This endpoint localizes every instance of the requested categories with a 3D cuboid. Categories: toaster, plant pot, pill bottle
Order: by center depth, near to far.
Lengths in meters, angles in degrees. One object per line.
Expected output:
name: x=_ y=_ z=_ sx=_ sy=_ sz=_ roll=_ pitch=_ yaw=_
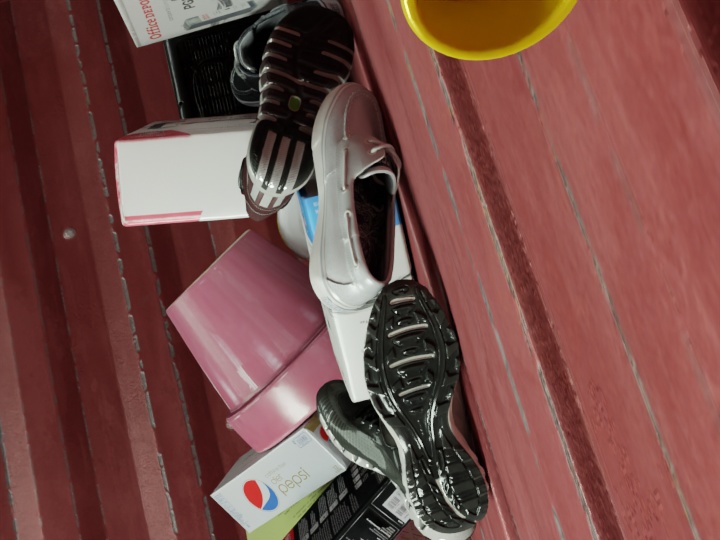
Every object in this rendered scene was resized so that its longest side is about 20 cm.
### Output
plant pot: x=-0.102 y=0.063 z=1.329 sx=0.179 sy=0.200 sz=0.200 roll=45 pitch=178 yaw=-4
toaster: x=-0.112 y=-0.191 z=1.393 sx=0.119 sy=0.180 sz=0.201 roll=92 pitch=164 yaw=-87
pill bottle: x=-0.044 y=-0.061 z=1.423 sx=0.200 sy=0.104 sz=0.105 roll=-156 pitch=51 yaw=-86

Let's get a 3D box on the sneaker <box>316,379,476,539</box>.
sneaker: x=0.034 y=0.151 z=1.107 sx=0.200 sy=0.066 sz=0.091 roll=43 pitch=146 yaw=32

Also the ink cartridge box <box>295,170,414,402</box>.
ink cartridge box: x=0.000 y=0.000 z=1.142 sx=0.146 sy=0.084 sz=0.201 roll=-116 pitch=13 yaw=-72

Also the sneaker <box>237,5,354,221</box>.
sneaker: x=-0.068 y=-0.130 z=1.076 sx=0.116 sy=0.075 sz=0.201 roll=125 pitch=165 yaw=-57

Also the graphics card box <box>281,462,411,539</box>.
graphics card box: x=0.003 y=0.234 z=1.225 sx=0.051 sy=0.200 sz=0.125 roll=38 pitch=-175 yaw=-12

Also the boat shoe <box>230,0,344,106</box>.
boat shoe: x=-0.090 y=-0.206 z=1.186 sx=0.200 sy=0.067 sz=0.072 roll=-17 pitch=83 yaw=58

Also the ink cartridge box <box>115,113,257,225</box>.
ink cartridge box: x=-0.149 y=-0.104 z=1.221 sx=0.200 sy=0.145 sz=0.085 roll=-85 pitch=-9 yaw=-80

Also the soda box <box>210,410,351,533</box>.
soda box: x=-0.077 y=0.207 z=1.329 sx=0.064 sy=0.200 sz=0.068 roll=45 pitch=-137 yaw=-6

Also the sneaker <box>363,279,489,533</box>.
sneaker: x=0.046 y=0.101 z=0.956 sx=0.079 sy=0.074 sz=0.201 roll=-99 pitch=-4 yaw=-73

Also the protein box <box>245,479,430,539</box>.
protein box: x=-0.015 y=0.298 z=1.406 sx=0.134 sy=0.199 sz=0.201 roll=23 pitch=-148 yaw=-33

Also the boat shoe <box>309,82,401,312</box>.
boat shoe: x=0.001 y=-0.068 z=0.979 sx=0.072 sy=0.068 sz=0.201 roll=29 pitch=-125 yaw=-33

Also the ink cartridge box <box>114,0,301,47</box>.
ink cartridge box: x=-0.133 y=-0.289 z=1.135 sx=0.146 sy=0.199 sz=0.085 roll=99 pitch=156 yaw=-81

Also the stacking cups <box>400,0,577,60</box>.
stacking cups: x=0.018 y=-0.157 z=0.438 sx=0.061 sy=0.060 sz=0.201 roll=80 pitch=174 yaw=-48
